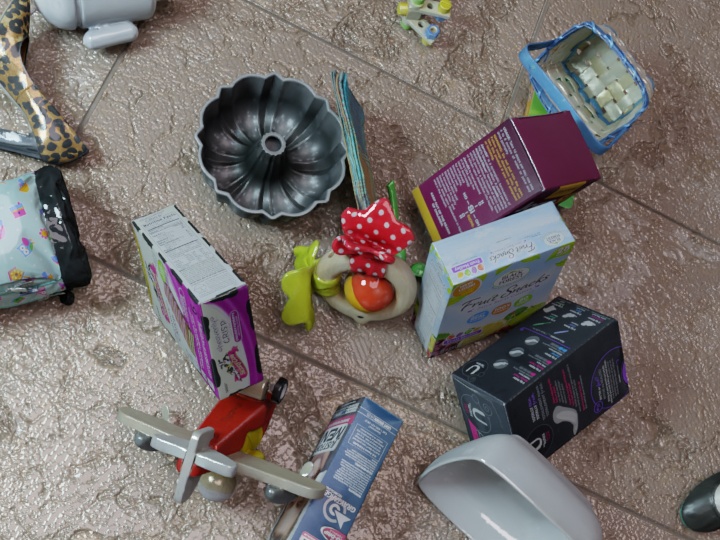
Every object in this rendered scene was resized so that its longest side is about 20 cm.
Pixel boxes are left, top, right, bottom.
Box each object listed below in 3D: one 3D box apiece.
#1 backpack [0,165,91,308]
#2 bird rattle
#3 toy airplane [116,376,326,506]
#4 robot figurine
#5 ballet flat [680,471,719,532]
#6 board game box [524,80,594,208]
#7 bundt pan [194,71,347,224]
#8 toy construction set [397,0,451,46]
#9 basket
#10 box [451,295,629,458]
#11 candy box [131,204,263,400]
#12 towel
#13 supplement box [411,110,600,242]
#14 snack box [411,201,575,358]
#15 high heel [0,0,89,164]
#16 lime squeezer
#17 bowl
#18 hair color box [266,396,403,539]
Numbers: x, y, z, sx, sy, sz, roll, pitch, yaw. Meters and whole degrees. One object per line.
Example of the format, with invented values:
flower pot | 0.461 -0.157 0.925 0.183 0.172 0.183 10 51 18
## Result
backpack | -0.423 -0.031 1.135 0.198 0.127 0.169 -16 81 -17
bird rattle | 0.000 0.000 1.226 0.163 0.199 0.113 37 38 -32
toy airplane | -0.158 0.207 1.117 0.197 0.142 0.200 -2 29 -28
robot figurine | -0.337 -0.373 1.278 0.198 0.113 0.172 -13 93 -20
ballet flat | 0.524 0.295 1.342 0.198 0.068 0.069 -19 79 -21
board game box | 0.280 -0.189 1.450 0.095 0.030 0.202 20 65 -9
bundt pan | -0.120 -0.149 1.290 0.200 0.076 0.204 5 71 -16
toy construction set | 0.044 -0.422 1.427 0.199 0.092 0.132 27 67 -18
basket | 0.315 -0.251 1.381 0.177 0.139 0.199 55 36 6
box | 0.230 0.143 1.259 0.199 0.106 0.123 -32 121 -24
candy box | -0.187 0.032 1.127 0.061 0.138 0.200 -22 38 -22
towel | 0.001 -0.142 1.293 0.021 0.147 0.202 -13 75 7
supplement box | 0.185 -0.111 1.285 0.130 0.200 0.104 -13 75 -42
snack box | 0.160 0.016 1.241 0.167 0.201 0.068 -19 62 -15
high heel | -0.390 -0.236 1.233 0.141 0.071 0.202 12 87 -6
lime squeezer | 0.075 -0.018 1.323 0.200 0.038 0.071 51 59 -13
bowl | 0.181 0.272 1.178 0.200 0.200 0.075 42 60 -2
hair color box | -0.033 0.253 1.170 0.060 0.100 0.201 33 66 -10
